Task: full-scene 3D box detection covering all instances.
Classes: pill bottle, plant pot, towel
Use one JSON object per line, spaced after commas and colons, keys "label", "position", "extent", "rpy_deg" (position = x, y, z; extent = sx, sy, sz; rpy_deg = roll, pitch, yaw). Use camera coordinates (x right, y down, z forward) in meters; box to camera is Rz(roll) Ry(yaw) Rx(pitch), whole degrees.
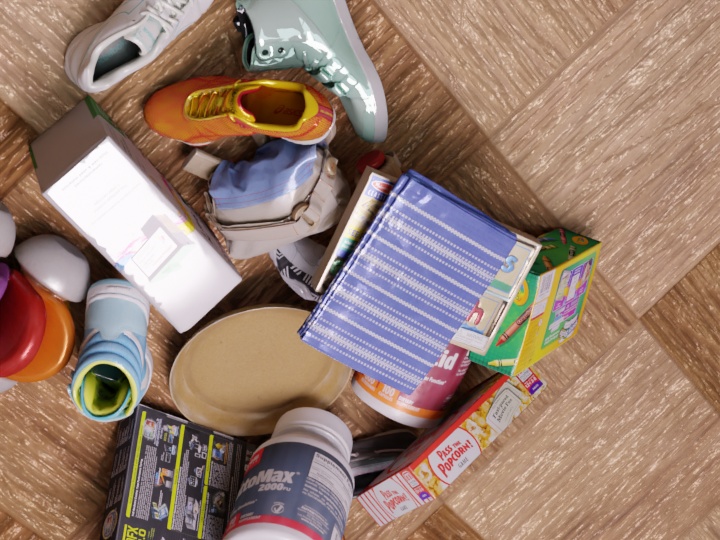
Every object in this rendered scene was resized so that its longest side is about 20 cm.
{"label": "pill bottle", "position": [-0.071, 0.246, 1.350], "extent": [0.119, 0.200, 0.120], "rpy_deg": [6, 127, 8]}
{"label": "pill bottle", "position": [0.078, 0.063, 1.407], "extent": [0.114, 0.114, 0.200], "rpy_deg": [18, 105, -26]}
{"label": "plant pot", "position": [-0.109, 0.104, 1.378], "extent": [0.200, 0.028, 0.200], "rpy_deg": [-9, 133, -9]}
{"label": "towel", "position": [0.046, 0.014, 1.243], "extent": [0.145, 0.024, 0.200], "rpy_deg": [28, 104, -23]}

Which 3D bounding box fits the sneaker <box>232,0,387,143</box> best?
{"label": "sneaker", "position": [-0.054, -0.200, 1.265], "extent": [0.118, 0.074, 0.201], "rpy_deg": [-29, 110, -13]}

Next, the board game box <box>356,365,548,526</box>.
{"label": "board game box", "position": [0.101, 0.191, 1.411], "extent": [0.046, 0.152, 0.200], "rpy_deg": [49, 58, 2]}

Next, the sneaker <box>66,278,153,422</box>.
{"label": "sneaker", "position": [-0.252, 0.115, 1.268], "extent": [0.079, 0.131, 0.200], "rpy_deg": [4, 141, -3]}

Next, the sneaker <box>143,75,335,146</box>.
{"label": "sneaker", "position": [-0.123, -0.161, 1.215], "extent": [0.077, 0.200, 0.073], "rpy_deg": [27, 65, -66]}

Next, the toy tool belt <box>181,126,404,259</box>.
{"label": "toy tool belt", "position": [-0.068, -0.099, 1.264], "extent": [0.200, 0.125, 0.123], "rpy_deg": [-21, 119, 18]}

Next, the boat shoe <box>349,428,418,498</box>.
{"label": "boat shoe", "position": [-0.016, 0.236, 1.481], "extent": [0.200, 0.057, 0.067], "rpy_deg": [-15, 117, -13]}

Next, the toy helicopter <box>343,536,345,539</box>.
{"label": "toy helicopter", "position": [-0.098, 0.387, 1.502], "extent": [0.132, 0.079, 0.200], "rpy_deg": [13, 97, -1]}

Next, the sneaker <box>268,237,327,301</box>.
{"label": "sneaker", "position": [0.000, 0.000, 1.333], "extent": [0.200, 0.075, 0.115], "rpy_deg": [45, 109, 3]}

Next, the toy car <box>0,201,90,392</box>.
{"label": "toy car", "position": [-0.362, 0.036, 1.212], "extent": [0.200, 0.150, 0.175], "rpy_deg": [35, 98, -29]}

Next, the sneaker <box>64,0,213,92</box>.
{"label": "sneaker", "position": [-0.193, -0.237, 1.197], "extent": [0.200, 0.080, 0.070], "rpy_deg": [-45, 118, 1]}

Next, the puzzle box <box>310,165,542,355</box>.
{"label": "puzzle box", "position": [0.067, -0.007, 1.262], "extent": [0.200, 0.025, 0.133], "rpy_deg": [21, 104, -19]}

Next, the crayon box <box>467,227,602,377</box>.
{"label": "crayon box", "position": [0.196, 0.031, 1.404], "extent": [0.200, 0.058, 0.119], "rpy_deg": [-22, 128, -59]}

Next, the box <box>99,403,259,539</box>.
{"label": "box", "position": [-0.192, 0.261, 1.355], "extent": [0.160, 0.200, 0.044], "rpy_deg": [23, 140, -28]}

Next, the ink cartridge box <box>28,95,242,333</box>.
{"label": "ink cartridge box", "position": [-0.218, -0.055, 1.228], "extent": [0.084, 0.145, 0.200], "rpy_deg": [-40, 120, 0]}
